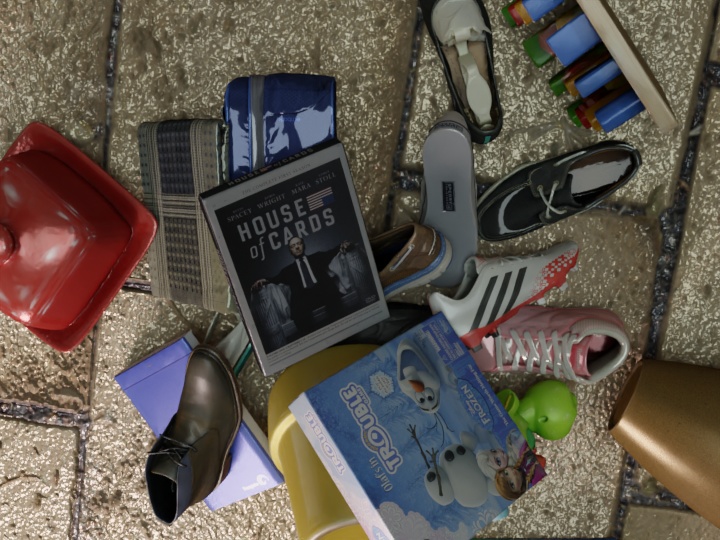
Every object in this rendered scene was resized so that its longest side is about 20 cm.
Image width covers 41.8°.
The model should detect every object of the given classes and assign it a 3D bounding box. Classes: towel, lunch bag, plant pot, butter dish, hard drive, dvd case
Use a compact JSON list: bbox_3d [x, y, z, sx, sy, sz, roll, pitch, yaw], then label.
[{"bbox_3d":[-0.180,-0.059,1.002,0.034,0.192,0.203,-9,101,-36],"label":"towel"},{"bbox_3d":[-0.090,-0.107,1.006,0.131,0.136,0.203,0,102,0],"label":"lunch bag"},{"bbox_3d":[0.388,0.184,1.055,0.198,0.186,0.188,26,101,7],"label":"plant pot"},{"bbox_3d":[-0.356,-0.031,1.003,0.199,0.148,0.200,39,101,5],"label":"butter dish"},{"bbox_3d":[-0.184,0.178,1.092,0.131,0.025,0.201,-28,101,34],"label":"hard drive"},{"bbox_3d":[-0.002,0.214,1.004,0.198,0.190,0.202,-2,136,-2],"label":"plant pot"},{"bbox_3d":[-0.061,-0.011,0.937,0.149,0.025,0.202,-24,118,-15],"label":"dvd case"}]

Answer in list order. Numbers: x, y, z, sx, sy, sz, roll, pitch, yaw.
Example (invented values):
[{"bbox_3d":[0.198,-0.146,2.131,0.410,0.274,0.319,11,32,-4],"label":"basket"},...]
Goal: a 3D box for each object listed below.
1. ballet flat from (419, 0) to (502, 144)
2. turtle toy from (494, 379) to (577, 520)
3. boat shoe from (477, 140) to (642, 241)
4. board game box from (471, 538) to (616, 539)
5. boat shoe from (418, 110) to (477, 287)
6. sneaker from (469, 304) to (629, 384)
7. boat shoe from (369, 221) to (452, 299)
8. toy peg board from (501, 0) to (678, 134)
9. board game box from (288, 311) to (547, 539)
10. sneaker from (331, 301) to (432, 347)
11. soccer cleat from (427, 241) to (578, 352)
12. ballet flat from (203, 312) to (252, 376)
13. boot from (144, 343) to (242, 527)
[{"bbox_3d":[0.117,-0.235,1.014,0.067,0.068,0.202,-19,100,3],"label":"ballet flat"},{"bbox_3d":[0.162,0.200,1.076,0.101,0.146,0.200,36,101,-29],"label":"turtle toy"},{"bbox_3d":[0.215,-0.089,1.046,0.198,0.068,0.072,-24,102,6],"label":"boat shoe"},{"bbox_3d":[0.216,0.407,1.155,0.197,0.045,0.154,-1,101,1],"label":"board game box"},{"bbox_3d":[0.096,-0.078,1.046,0.071,0.066,0.202,2,122,13],"label":"boat shoe"},{"bbox_3d":[0.206,0.084,1.061,0.198,0.105,0.076,-5,103,2],"label":"sneaker"},{"bbox_3d":[0.000,0.000,1.034,0.199,0.073,0.072,-31,136,21],"label":"boat shoe"},{"bbox_3d":[0.222,-0.222,0.962,0.097,0.199,0.201,-33,100,22],"label":"toy peg board"},{"bbox_3d":[0.061,0.168,0.927,0.198,0.043,0.201,-27,79,-37],"label":"board game box"},{"bbox_3d":[0.038,0.067,1.075,0.198,0.076,0.092,-26,94,3],"label":"sneaker"},{"bbox_3d":[0.160,0.009,1.038,0.199,0.069,0.086,-34,96,-19],"label":"soccer cleat"},{"bbox_3d":[-0.127,0.050,1.077,0.069,0.069,0.201,37,103,-7],"label":"ballet flat"},{"bbox_3d":[-0.181,0.182,1.016,0.074,0.097,0.202,16,121,17],"label":"boot"}]
